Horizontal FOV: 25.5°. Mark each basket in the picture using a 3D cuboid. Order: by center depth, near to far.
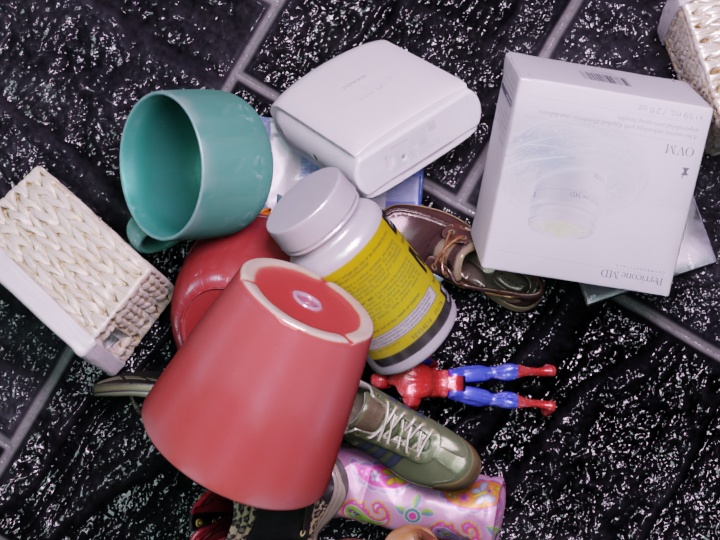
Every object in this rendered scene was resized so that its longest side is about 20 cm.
[{"bbox_3d":[0.429,-0.234,1.648,0.196,0.200,0.162,-18,82,4],"label":"basket"},{"bbox_3d":[-0.312,-0.002,1.723,0.200,0.136,0.124,40,85,14],"label":"basket"}]

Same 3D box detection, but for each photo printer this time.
[{"bbox_3d":[0.008,-0.170,1.698,0.166,0.070,0.200,-33,39,-18],"label":"photo printer"}]

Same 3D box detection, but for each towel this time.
[{"bbox_3d":[-0.029,-0.095,1.766,0.198,0.024,0.149,4,83,7],"label":"towel"}]

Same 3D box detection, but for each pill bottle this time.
[{"bbox_3d":[0.000,0.000,1.618,0.114,0.114,0.200,-40,114,-1],"label":"pill bottle"}]

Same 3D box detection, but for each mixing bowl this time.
[{"bbox_3d":[-0.125,0.051,1.674,0.198,0.108,0.202,5,106,19],"label":"mixing bowl"}]

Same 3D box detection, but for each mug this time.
[{"bbox_3d":[-0.170,-0.107,1.648,0.114,0.184,0.154,-7,87,-40],"label":"mug"}]

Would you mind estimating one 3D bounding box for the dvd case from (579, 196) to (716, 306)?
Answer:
[{"bbox_3d":[0.284,-0.080,1.733,0.147,0.016,0.202,-18,80,4],"label":"dvd case"}]

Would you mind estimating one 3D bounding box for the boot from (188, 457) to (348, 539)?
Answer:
[{"bbox_3d":[-0.110,0.272,1.625,0.073,0.150,0.201,54,127,30],"label":"boot"}]

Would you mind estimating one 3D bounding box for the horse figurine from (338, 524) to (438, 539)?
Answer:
[{"bbox_3d":[0.047,0.313,1.638,0.050,0.200,0.133,-24,79,-36],"label":"horse figurine"}]

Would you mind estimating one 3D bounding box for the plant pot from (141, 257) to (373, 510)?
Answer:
[{"bbox_3d":[-0.086,0.099,1.524,0.199,0.200,0.178,31,110,10],"label":"plant pot"}]

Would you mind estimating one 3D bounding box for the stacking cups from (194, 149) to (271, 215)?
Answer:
[{"bbox_3d":[-0.129,-0.071,1.729,0.060,0.061,0.201,-36,82,0],"label":"stacking cups"}]

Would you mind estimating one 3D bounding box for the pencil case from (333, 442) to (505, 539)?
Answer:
[{"bbox_3d":[0.054,0.239,1.679,0.198,0.087,0.088,11,83,8],"label":"pencil case"}]

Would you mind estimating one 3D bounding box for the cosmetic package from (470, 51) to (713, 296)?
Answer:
[{"bbox_3d":[0.231,-0.097,1.620,0.197,0.123,0.202,8,109,-4],"label":"cosmetic package"}]

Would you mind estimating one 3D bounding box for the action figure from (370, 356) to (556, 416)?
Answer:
[{"bbox_3d":[0.100,0.126,1.705,0.198,0.099,0.066,5,78,-16],"label":"action figure"}]

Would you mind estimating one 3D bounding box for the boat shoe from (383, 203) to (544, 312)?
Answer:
[{"bbox_3d":[0.108,-0.017,1.706,0.199,0.072,0.073,29,87,4],"label":"boat shoe"}]

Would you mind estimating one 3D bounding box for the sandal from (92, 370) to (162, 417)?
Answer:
[{"bbox_3d":[-0.198,0.149,1.724,0.199,0.080,0.058,11,97,7],"label":"sandal"}]

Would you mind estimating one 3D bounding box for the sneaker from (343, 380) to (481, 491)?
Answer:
[{"bbox_3d":[0.023,0.162,1.618,0.199,0.090,0.068,25,81,29],"label":"sneaker"}]

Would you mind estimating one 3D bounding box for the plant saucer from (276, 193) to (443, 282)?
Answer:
[{"bbox_3d":[-0.005,-0.026,1.713,0.198,0.070,0.019,26,84,0],"label":"plant saucer"}]
